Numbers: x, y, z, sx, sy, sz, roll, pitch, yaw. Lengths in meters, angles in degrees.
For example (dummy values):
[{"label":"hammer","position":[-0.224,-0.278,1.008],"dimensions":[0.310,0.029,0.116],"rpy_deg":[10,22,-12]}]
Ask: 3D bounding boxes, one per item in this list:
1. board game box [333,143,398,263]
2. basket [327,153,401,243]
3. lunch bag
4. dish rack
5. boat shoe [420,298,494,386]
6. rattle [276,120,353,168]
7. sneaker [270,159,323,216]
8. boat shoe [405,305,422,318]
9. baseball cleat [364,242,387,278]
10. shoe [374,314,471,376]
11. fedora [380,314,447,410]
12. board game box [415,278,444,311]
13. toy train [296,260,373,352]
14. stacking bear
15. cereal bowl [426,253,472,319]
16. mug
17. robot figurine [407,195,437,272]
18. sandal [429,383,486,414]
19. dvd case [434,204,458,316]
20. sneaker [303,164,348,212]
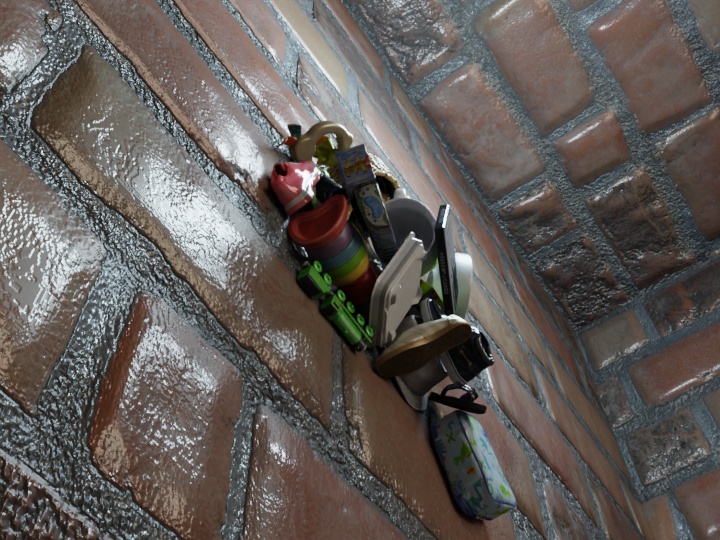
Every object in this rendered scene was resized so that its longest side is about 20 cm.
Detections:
[{"label":"board game box","position":[0.009,-0.134,1.619],"dimensions":[0.200,0.061,0.201],"rpy_deg":[65,7,-64]},{"label":"basket","position":[0.022,-0.152,1.904],"dimensions":[0.200,0.142,0.149],"rpy_deg":[32,25,-57]},{"label":"lunch bag","position":[0.218,0.378,1.681],"dimensions":[0.161,0.082,0.201],"rpy_deg":[32,31,-55]},{"label":"dish rack","position":[0.074,0.042,1.651],"dimensions":[0.200,0.043,0.172],"rpy_deg":[-52,155,-45]},{"label":"boat shoe","position":[0.191,0.124,1.707],"dimensions":[0.071,0.091,0.201],"rpy_deg":[33,28,-53]},{"label":"rattle","position":[-0.124,-0.285,1.872],"dimensions":[0.199,0.130,0.143],"rpy_deg":[2,42,-39]},{"label":"sneaker","position":[-0.128,-0.183,1.672],"dimensions":[0.087,0.074,0.200],"rpy_deg":[49,18,-19]},{"label":"boat shoe","position":[0.071,0.067,1.834],"dimensions":[0.200,0.071,0.064],"rpy_deg":[53,-1,-13]},{"label":"baseball cleat","position":[0.000,0.000,1.749],"dimensions":[0.069,0.107,0.200],"rpy_deg":[4,22,-30]},{"label":"shoe","position":[0.112,0.139,1.638],"dimensions":[0.053,0.199,0.070],"rpy_deg":[52,-19,47]},{"label":"fedora","position":[0.115,0.168,1.730],"dimensions":[0.177,0.090,0.201],"rpy_deg":[29,34,-59]},{"label":"board game box","position":[0.139,0.070,1.920],"dimensions":[0.102,0.048,0.200],"rpy_deg":[56,-4,-15]},{"label":"toy train","position":[-0.043,0.067,1.547],"dimensions":[0.200,0.042,0.056],"rpy_deg":[52,28,-21]},{"label":"stacking bear","position":[-0.032,-0.019,1.618],"dimensions":[0.200,0.121,0.114],"rpy_deg":[56,13,-34]},{"label":"cereal bowl","position":[0.201,0.051,2.076],"dimensions":[0.083,0.201,0.200],"rpy_deg":[11,29,-6]},{"label":"mug","position":[0.097,-0.079,1.872],"dimensions":[0.175,0.147,0.201],"rpy_deg":[60,23,-69]},{"label":"robot figurine","position":[0.135,-0.082,2.169],"dimensions":[0.201,0.115,0.175],"rpy_deg":[58,23,-5]},{"label":"sandal","position":[0.188,0.246,1.716],"dimensions":[0.075,0.048,0.200],"rpy_deg":[21,-9,-16]},{"label":"dvd case","position":[0.179,-0.019,1.804],"dimensions":[0.150,0.025,0.201],"rpy_deg":[-67,150,-66]},{"label":"sneaker","position":[-0.063,-0.148,1.751],"dimensions":[0.200,0.082,0.072],"rpy_deg":[-86,168,-54]}]
